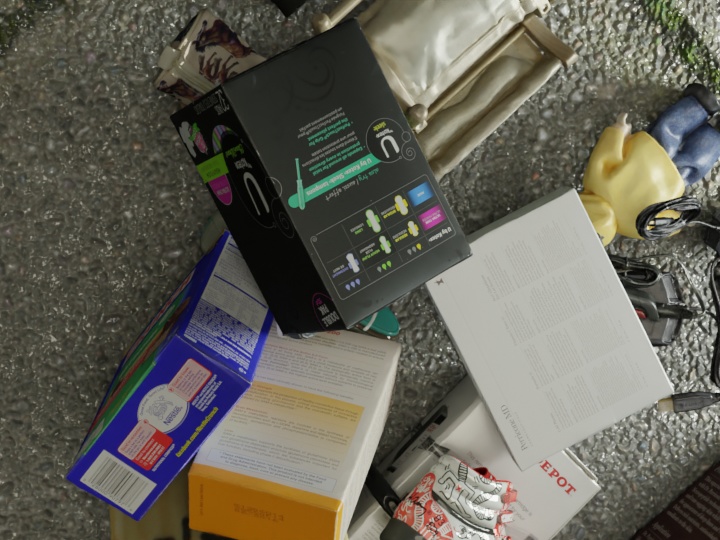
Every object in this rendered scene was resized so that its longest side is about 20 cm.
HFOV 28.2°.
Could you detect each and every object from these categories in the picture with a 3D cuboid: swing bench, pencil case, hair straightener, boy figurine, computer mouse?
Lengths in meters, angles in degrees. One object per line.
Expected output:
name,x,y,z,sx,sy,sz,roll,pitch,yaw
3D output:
swing bench,0.077,-0.191,1.204,0.199,0.200,0.130,-43,77,-9
pencil case,-0.083,-0.132,1.202,0.200,0.089,0.078,38,105,-18
hair straightener,0.211,0.007,1.273,0.200,0.041,0.077,13,123,3
boy figurine,0.256,-0.078,1.313,0.200,0.064,0.124,-42,102,0
computer mouse,0.259,0.063,1.330,0.200,0.046,0.141,-5,89,0
computer mouse,0.311,-0.046,1.300,0.200,0.034,0.059,5,126,-43

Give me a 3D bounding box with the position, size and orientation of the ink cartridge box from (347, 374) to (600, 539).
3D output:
ink cartridge box,0.096,0.211,1.320,0.200,0.083,0.147,-45,102,0

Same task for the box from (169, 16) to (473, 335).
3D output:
box,-0.033,-0.066,1.098,0.124,0.149,0.200,-30,98,-21

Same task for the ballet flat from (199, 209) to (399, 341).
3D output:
ballet flat,-0.057,0.014,1.287,0.200,0.067,0.064,37,119,-11

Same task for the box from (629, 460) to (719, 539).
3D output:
box,0.383,0.279,1.332,0.200,0.166,0.164,-40,101,-1

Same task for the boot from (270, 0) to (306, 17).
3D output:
boot,-0.045,-0.338,1.219,0.211,0.079,0.158,-43,102,0

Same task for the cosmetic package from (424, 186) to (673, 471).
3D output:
cosmetic package,0.157,0.050,1.239,0.151,0.052,0.200,-27,96,-2

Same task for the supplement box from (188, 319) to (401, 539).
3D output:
supplement box,-0.051,0.135,1.189,0.126,0.200,0.074,13,131,10

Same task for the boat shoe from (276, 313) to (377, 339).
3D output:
boat shoe,0.000,0.000,1.232,0.062,0.200,0.075,26,130,20

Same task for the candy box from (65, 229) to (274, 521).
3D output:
candy box,-0.146,0.080,1.181,0.077,0.200,0.169,36,114,-10

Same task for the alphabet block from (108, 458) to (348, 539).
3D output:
alphabet block,-0.106,0.289,1.208,0.196,0.200,0.196,-7,131,-7

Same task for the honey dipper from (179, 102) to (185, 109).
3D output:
honey dipper,-0.060,-0.160,1.268,0.200,0.038,0.038,-18,101,-9

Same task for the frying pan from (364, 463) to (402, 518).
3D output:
frying pan,-0.009,0.135,1.286,0.190,0.031,0.115,29,86,14

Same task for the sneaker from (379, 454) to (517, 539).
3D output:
sneaker,0.118,0.245,1.251,0.201,0.067,0.108,41,77,-23
